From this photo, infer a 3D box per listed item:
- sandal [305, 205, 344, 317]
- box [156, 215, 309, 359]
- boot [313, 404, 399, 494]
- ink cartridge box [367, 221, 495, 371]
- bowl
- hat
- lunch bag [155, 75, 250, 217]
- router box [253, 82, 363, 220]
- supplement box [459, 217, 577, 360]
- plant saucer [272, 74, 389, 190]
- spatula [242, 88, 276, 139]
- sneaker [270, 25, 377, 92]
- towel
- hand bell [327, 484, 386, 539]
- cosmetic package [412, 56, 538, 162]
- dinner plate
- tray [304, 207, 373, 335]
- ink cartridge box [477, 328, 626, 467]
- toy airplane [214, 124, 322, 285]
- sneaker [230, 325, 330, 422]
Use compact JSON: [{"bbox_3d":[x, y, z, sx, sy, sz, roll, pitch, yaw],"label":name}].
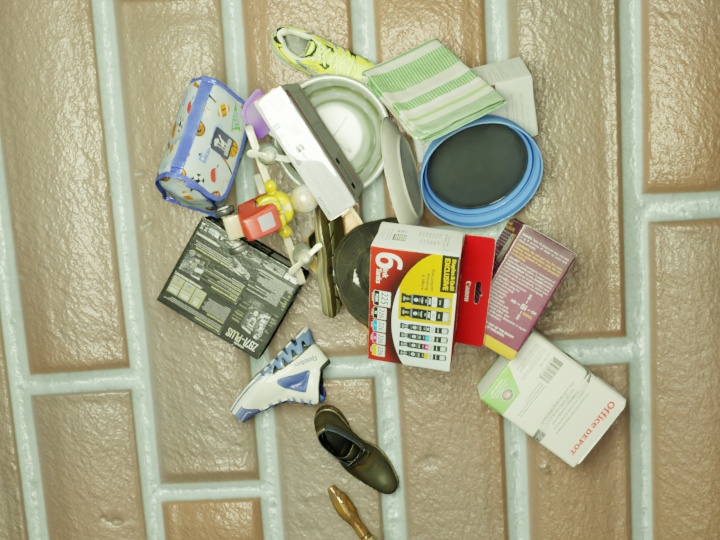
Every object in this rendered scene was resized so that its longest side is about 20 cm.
[{"bbox_3d":[-0.064,-0.021,1.274,0.054,0.080,0.202,3,102,23],"label":"sandal"},{"bbox_3d":[-0.213,0.026,1.307,0.199,0.086,0.164,30,97,-1],"label":"box"},{"bbox_3d":[-0.011,0.327,1.331,0.200,0.097,0.075,45,97,-3],"label":"boot"},{"bbox_3d":[0.105,0.042,1.154,0.174,0.084,0.201,7,120,11],"label":"ink cartridge box"},{"bbox_3d":[0.192,-0.160,1.245,0.199,0.040,0.202,-4,130,-4],"label":"bowl"},{"bbox_3d":[0.059,0.001,1.256,0.199,0.081,0.202,3,83,-26],"label":"hat"},{"bbox_3d":[-0.245,-0.190,1.207,0.123,0.200,0.171,16,79,-1],"label":"lunch bag"},{"bbox_3d":[-0.072,-0.186,1.175,0.049,0.180,0.201,-31,100,11],"label":"router box"},{"bbox_3d":[0.249,0.027,1.268,0.103,0.131,0.201,29,99,-2],"label":"supplement box"},{"bbox_3d":[-0.045,-0.223,1.281,0.198,0.050,0.202,1,105,4],"label":"plant saucer"},{"bbox_3d":[-0.115,-0.197,1.229,0.200,0.020,0.057,47,64,-25],"label":"spatula"},{"bbox_3d":[-0.058,-0.339,1.261,0.199,0.076,0.076,20,96,-1],"label":"sneaker"},{"bbox_3d":[0.105,-0.280,1.181,0.152,0.200,0.023,-27,140,-10],"label":"towel"},{"bbox_3d":[0.004,0.469,1.367,0.104,0.104,0.200,-39,82,6],"label":"hand bell"},{"bbox_3d":[0.175,-0.258,1.240,0.199,0.081,0.113,-15,127,4],"label":"cosmetic package"},{"bbox_3d":[0.071,-0.146,1.217,0.024,0.200,0.202,-13,97,16],"label":"dinner plate"},{"bbox_3d":[0.000,0.000,1.322,0.098,0.037,0.201,-33,96,6],"label":"tray"},{"bbox_3d":[0.322,0.210,1.310,0.199,0.084,0.146,36,98,-2],"label":"ink cartridge box"},{"bbox_3d":[-0.128,-0.099,1.202,0.140,0.200,0.200,-15,60,15],"label":"toy airplane"},{"bbox_3d":[-0.124,0.205,1.330,0.115,0.081,0.199,44,95,-1],"label":"sneaker"}]
